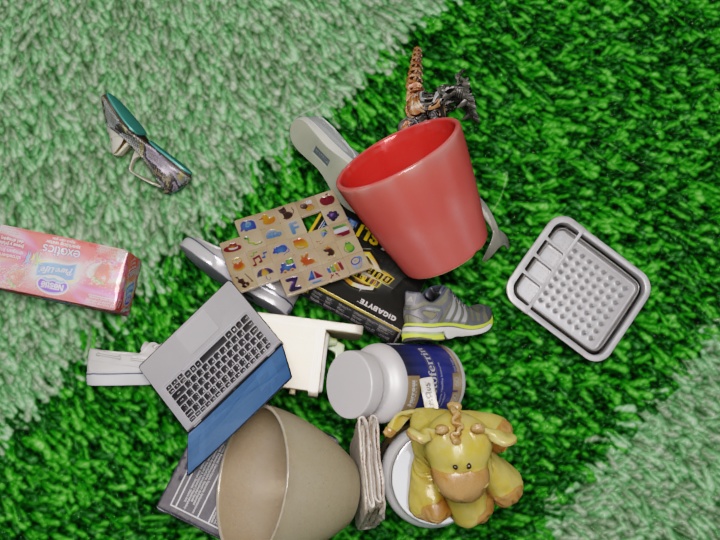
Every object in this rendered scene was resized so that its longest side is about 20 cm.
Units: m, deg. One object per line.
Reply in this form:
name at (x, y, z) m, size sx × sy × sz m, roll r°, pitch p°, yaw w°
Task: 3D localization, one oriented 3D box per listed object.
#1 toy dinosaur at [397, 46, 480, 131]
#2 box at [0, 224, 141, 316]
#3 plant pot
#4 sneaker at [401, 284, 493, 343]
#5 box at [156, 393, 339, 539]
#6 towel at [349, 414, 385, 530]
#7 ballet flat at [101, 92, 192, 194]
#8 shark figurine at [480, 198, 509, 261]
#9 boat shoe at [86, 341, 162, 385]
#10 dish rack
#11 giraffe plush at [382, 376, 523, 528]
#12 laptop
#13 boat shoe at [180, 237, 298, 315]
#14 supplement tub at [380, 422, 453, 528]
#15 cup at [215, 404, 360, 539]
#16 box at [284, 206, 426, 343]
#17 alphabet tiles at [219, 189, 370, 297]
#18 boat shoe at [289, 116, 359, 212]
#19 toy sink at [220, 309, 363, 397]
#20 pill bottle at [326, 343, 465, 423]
toy dinosaur at (0.119, -0.265, 1.378) m, size 0.135 × 0.102 × 0.202 m, roll -15°, pitch 104°, yaw 11°
box at (-0.451, 0.002, 1.298) m, size 0.198 × 0.103 × 0.096 m, roll 12°, pitch 81°, yaw -2°
plant pot at (0.090, -0.099, 1.247) m, size 0.199 × 0.200 × 0.178 m, roll -32°, pitch 112°, yaw -7°
sneaker at (0.136, 0.061, 1.289) m, size 0.073 × 0.199 × 0.082 m, roll -4°, pitch 91°, yaw 40°
box at (-0.162, 0.299, 1.257) m, size 0.197 × 0.123 × 0.201 m, roll 26°, pitch 80°, yaw 1°
towel at (0.010, 0.288, 1.195) m, size 0.034 × 0.200 × 0.134 m, roll -2°, pitch 68°, yaw -6°
ballet flat at (-0.358, -0.196, 1.352) m, size 0.200 × 0.072 × 0.072 m, roll 44°, pitch 82°, yaw 5°
shark figurine at (0.156, -0.113, 1.364) m, size 0.213 × 0.090 × 0.129 m, roll 22°, pitch 114°, yaw 8°
boat shoe at (-0.322, 0.141, 1.298) m, size 0.198 × 0.074 × 0.066 m, roll -2°, pitch 86°, yaw -4°
dish rack at (0.347, 0.031, 1.366) m, size 0.199 × 0.044 × 0.172 m, roll 37°, pitch 81°, yaw 3°
giraffe plush at (0.124, 0.228, 1.060) m, size 0.171 × 0.162 × 0.201 m, roll -27°, pitch 84°, yaw -7°
laptop at (-0.204, 0.138, 1.154) m, size 0.187 × 0.116 × 0.200 m, roll -43°, pitch 74°, yaw 2°
boat shoe at (-0.186, -0.004, 1.328) m, size 0.199 × 0.074 × 0.066 m, roll 33°, pitch 72°, yaw -8°
supplement tub at (0.097, 0.294, 1.233) m, size 0.143 × 0.200 × 0.146 m, roll 0°, pitch 81°, yaw -3°
cup at (-0.086, 0.288, 1.124) m, size 0.142 × 0.200 × 0.202 m, roll 16°, pitch 79°, yaw -32°
box at (0.000, 0.000, 1.318) m, size 0.199 × 0.049 × 0.160 m, roll 28°, pitch 53°, yaw 2°
alphabet tiles at (-0.105, -0.034, 1.277) m, size 0.198 × 0.008 × 0.168 m, roll -19°, pitch 55°, yaw -10°
boat shoe at (-0.028, -0.175, 1.357) m, size 0.201 × 0.070 × 0.071 m, roll 49°, pitch 43°, yaw 12°
toy sink at (-0.102, 0.132, 1.284) m, size 0.198 × 0.130 × 0.113 m, roll 7°, pitch 81°, yaw -3°
pill bottle at (0.053, 0.165, 1.246) m, size 0.199 × 0.115 × 0.117 m, roll 5°, pitch 78°, yaw -44°
